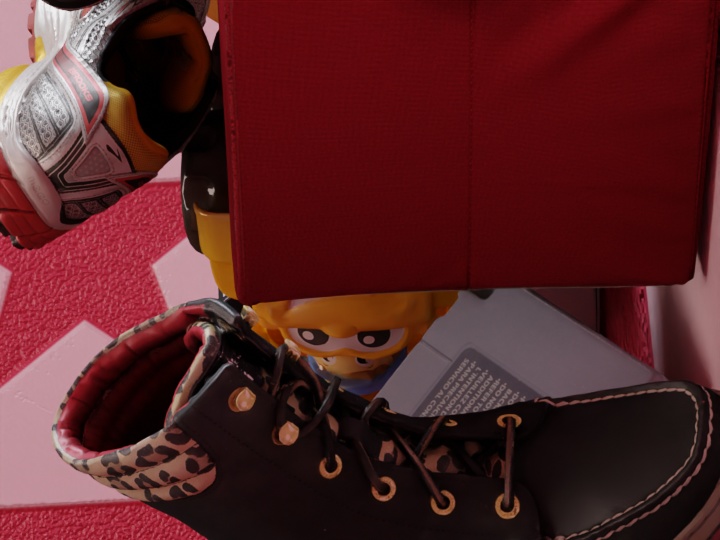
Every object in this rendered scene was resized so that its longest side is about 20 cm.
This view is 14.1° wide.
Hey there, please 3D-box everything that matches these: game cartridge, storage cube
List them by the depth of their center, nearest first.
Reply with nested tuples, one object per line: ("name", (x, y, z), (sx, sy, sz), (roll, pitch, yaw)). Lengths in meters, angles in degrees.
("storage cube", (0.031, -0.109, 1.048), (0.200, 0.170, 0.180), (-98, 6, -53))
("game cartridge", (0.029, 0.104, 1.075), (0.133, 0.200, 0.042), (36, 176, 46))

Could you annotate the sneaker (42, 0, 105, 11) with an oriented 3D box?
("sneaker", (-0.086, -0.145, 1.083), (0.200, 0.078, 0.085), (-77, -19, -58))

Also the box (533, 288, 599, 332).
("box", (0.081, -0.046, 1.368), (0.200, 0.036, 0.145), (-114, 22, -82))

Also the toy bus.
("toy bus", (0.000, 0.000, 1.224), (0.200, 0.135, 0.193), (-78, -10, -61))

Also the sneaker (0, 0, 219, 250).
("sneaker", (-0.086, -0.081, 1.145), (0.078, 0.082, 0.200), (57, -153, -26))

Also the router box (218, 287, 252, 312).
("router box", (0.009, 0.009, 1.481), (0.200, 0.052, 0.157), (39, -155, -31))

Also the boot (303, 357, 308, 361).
("boot", (0.010, 0.140, 1.338), (0.200, 0.072, 0.182), (-75, -38, -65))

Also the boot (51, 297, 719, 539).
("boot", (0.012, 0.061, 0.973), (0.154, 0.203, 0.074), (38, -135, -36))

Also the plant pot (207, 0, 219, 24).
("plant pot", (-0.009, -0.220, 1.492), (0.183, 0.199, 0.201), (-176, 83, -75))
